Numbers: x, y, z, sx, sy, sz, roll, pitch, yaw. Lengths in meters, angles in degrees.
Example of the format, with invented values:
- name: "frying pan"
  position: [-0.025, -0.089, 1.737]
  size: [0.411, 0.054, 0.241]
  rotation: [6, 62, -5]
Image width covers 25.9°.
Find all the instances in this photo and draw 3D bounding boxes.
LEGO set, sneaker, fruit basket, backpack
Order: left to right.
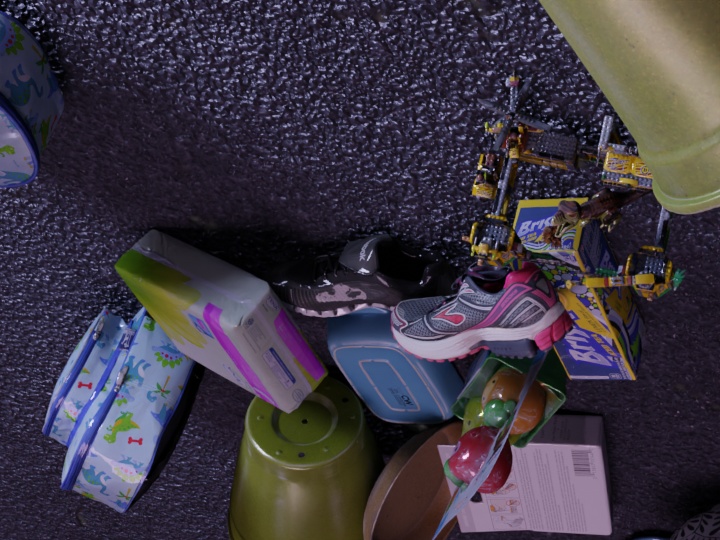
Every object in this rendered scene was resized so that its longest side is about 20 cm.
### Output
- name: "backpack"
  position: [-0.377, -0.142, 1.388]
  size: [0.200, 0.147, 0.183]
  rotation: [4, 147, 17]
- name: "backpack"
  position: [-0.267, 0.154, 1.727]
  size: [0.147, 0.200, 0.183]
  rotation: [23, 147, -7]
- name: "sneaker"
  position: [0.000, 0.000, 1.506]
  size: [0.200, 0.067, 0.091]
  rotation: [5, 141, 14]
- name: "sneaker"
  position: [0.103, 0.030, 1.400]
  size: [0.200, 0.081, 0.075]
  rotation: [-8, 116, 47]
- name: "fruit basket"
  position: [0.126, 0.157, 1.549]
  size: [0.094, 0.200, 0.185]
  rotation: [33, 147, 4]
- name: "LEGO set"
  position: [0.173, -0.060, 1.249]
  size: [0.200, 0.154, 0.116]
  rotation: [20, 176, 17]

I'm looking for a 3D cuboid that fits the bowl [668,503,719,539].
- name: "bowl"
  position: [0.423, 0.316, 1.729]
  size: [0.200, 0.094, 0.201]
  rotation: [12, 147, 8]

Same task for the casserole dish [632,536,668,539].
- name: "casserole dish"
  position: [0.392, 0.383, 1.879]
  size: [0.121, 0.039, 0.200]
  rotation: [-17, 134, 42]

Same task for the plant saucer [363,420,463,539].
- name: "plant saucer"
  position: [0.062, 0.247, 1.733]
  size: [0.035, 0.200, 0.200]
  rotation: [29, 155, 31]

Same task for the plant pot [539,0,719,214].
- name: "plant pot"
  position: [0.221, -0.173, 1.058]
  size: [0.184, 0.200, 0.200]
  rotation: [44, 140, -15]

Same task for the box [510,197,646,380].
- name: "box"
  position: [0.201, 0.020, 1.435]
  size: [0.070, 0.064, 0.200]
  rotation: [-1, 141, 28]

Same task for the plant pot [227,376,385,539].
- name: "plant pot"
  position: [-0.058, 0.222, 1.746]
  size: [0.200, 0.201, 0.193]
  rotation: [10, 139, 12]

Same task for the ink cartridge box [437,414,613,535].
- name: "ink cartridge box"
  position: [0.187, 0.228, 1.742]
  size: [0.176, 0.045, 0.200]
  rotation: [0, 143, 13]

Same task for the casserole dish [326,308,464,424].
- name: "casserole dish"
  position: [0.036, 0.108, 1.665]
  size: [0.121, 0.039, 0.200]
  rotation: [-1, 143, 28]

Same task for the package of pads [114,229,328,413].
- name: "package of pads"
  position: [-0.138, 0.051, 1.581]
  size: [0.200, 0.068, 0.155]
  rotation: [25, 156, 41]
